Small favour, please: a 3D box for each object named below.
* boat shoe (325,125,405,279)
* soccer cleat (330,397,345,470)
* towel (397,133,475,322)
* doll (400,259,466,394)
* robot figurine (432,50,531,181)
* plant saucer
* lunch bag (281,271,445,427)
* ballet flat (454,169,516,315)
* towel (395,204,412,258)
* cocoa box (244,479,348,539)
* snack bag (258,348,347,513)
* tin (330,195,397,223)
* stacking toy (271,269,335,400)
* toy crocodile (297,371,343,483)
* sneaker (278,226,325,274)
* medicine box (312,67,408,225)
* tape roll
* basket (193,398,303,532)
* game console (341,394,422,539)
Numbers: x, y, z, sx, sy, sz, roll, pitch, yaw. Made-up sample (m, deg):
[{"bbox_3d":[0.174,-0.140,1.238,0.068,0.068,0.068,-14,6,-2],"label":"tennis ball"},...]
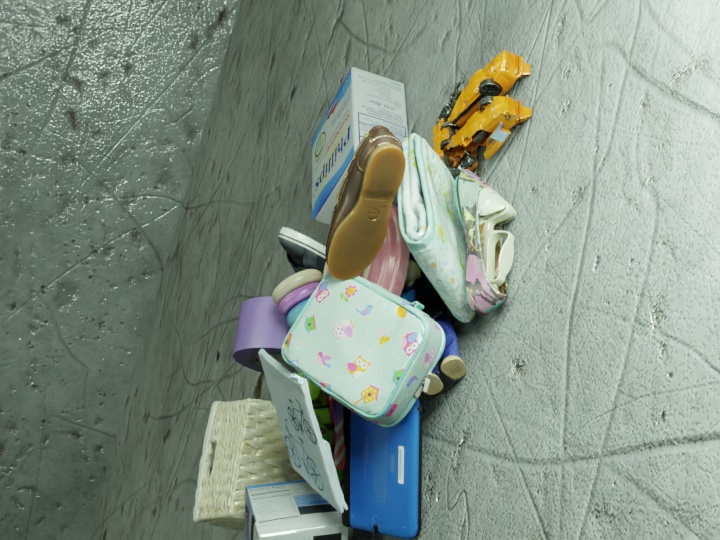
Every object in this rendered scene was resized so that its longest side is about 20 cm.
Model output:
[{"bbox_3d":[0.004,-0.086,1.462,0.202,0.070,0.071,-65,29,26],"label":"boat shoe"},{"bbox_3d":[-0.014,0.219,1.753,0.067,0.075,0.203,-21,-66,-75],"label":"soccer cleat"},{"bbox_3d":[0.102,-0.059,1.490,0.048,0.172,0.202,-20,45,21],"label":"towel"},{"bbox_3d":[0.088,0.064,1.545,0.136,0.048,0.201,-36,46,18],"label":"doll"},{"bbox_3d":[0.158,-0.200,1.569,0.200,0.057,0.147,137,143,-55],"label":"robot figurine"},{"bbox_3d":[0.000,0.000,1.628,0.200,0.050,0.203,-40,43,51],"label":"plant saucer"},{"bbox_3d":[0.009,0.096,1.484,0.199,0.077,0.162,30,85,34],"label":"lunch bag"},{"bbox_3d":[0.163,-0.044,1.454,0.071,0.069,0.203,-24,56,40],"label":"ballet flat"},{"bbox_3d":[0.045,-0.029,1.713,0.200,0.049,0.149,-45,19,48],"label":"towel"},{"bbox_3d":[-0.094,0.419,1.649,0.131,0.131,0.203,-125,33,-64],"label":"cocoa box"},{"bbox_3d":[-0.081,0.211,1.572,0.188,0.021,0.203,24,132,65],"label":"snack bag"},{"bbox_3d":[0.029,-0.096,1.773,0.200,0.111,0.042,-49,60,53],"label":"tin"},{"bbox_3d":[-0.055,0.103,1.708,0.202,0.085,0.085,63,144,16],"label":"stacking toy"},{"bbox_3d":[-0.062,0.220,1.691,0.068,0.061,0.202,98,163,-51],"label":"toy crocodile"},{"bbox_3d":[-0.060,0.008,1.802,0.078,0.199,0.080,21,79,55],"label":"sneaker"},{"bbox_3d":[-0.003,-0.201,1.942,0.183,0.102,0.202,125,152,-45],"label":"medicine box"},{"bbox_3d":[-0.103,0.113,1.855,0.200,0.197,0.086,149,133,-63],"label":"tape roll"},{"bbox_3d":[-0.138,0.317,1.829,0.160,0.198,0.201,-20,58,59],"label":"basket"},{"bbox_3d":[0.031,0.242,1.572,0.169,0.118,0.203,4,98,32],"label":"game console"}]
